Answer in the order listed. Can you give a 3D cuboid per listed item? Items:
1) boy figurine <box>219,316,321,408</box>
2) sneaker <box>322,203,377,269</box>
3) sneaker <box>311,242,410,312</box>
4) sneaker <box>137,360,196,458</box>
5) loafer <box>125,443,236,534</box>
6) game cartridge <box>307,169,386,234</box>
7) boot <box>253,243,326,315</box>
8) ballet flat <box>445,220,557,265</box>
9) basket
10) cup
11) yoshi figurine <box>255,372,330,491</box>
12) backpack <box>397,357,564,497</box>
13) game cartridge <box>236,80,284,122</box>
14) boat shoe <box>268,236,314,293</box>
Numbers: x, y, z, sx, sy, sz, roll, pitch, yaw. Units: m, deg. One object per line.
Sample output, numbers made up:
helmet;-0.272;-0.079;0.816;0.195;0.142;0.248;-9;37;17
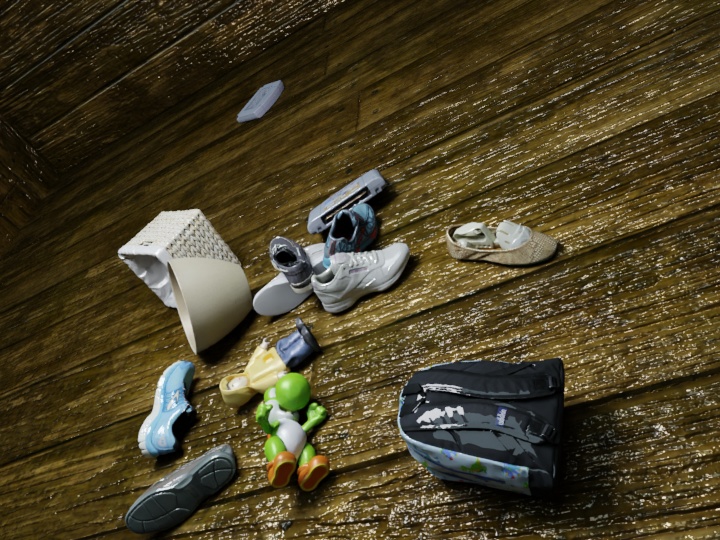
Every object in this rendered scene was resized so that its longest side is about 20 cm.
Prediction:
boy figurine;-0.170;0.172;1.042;0.198;0.065;0.125;-35;38;-3
sneaker;-0.014;-0.086;1.141;0.078;0.097;0.201;13;42;12
sneaker;0.000;0.000;1.055;0.198;0.100;0.075;-31;33;6
sneaker;-0.350;0.267;1.101;0.088;0.079;0.202;-4;47;11
loafer;-0.293;0.361;0.945;0.198;0.073;0.063;-31;15;-3
game cartridge;-0.034;-0.158;1.284;0.198;0.042;0.134;-33;21;7
boot;-0.137;0.016;1.192;0.198;0.074;0.096;-28;29;-2
ballet flat;0.224;-0.050;0.947;0.197;0.066;0.071;-1;48;40
basket;-0.433;-0.027;1.374;0.196;0.201;0.162;3;49;42
cup;-0.313;0.056;1.209;0.141;0.204;0.200;-18;29;-23
yoshi figurine;-0.108;0.234;0.891;0.110;0.114;0.201;-22;32;-7
backpack;0.142;0.189;0.703;0.196;0.155;0.165;5;51;16
game cartridge;-0.372;-0.637;2.146;0.132;0.041;0.202;-3;48;44
boat shoe;-0.143;-0.030;1.133;0.072;0.063;0.200;-30;36;-8
